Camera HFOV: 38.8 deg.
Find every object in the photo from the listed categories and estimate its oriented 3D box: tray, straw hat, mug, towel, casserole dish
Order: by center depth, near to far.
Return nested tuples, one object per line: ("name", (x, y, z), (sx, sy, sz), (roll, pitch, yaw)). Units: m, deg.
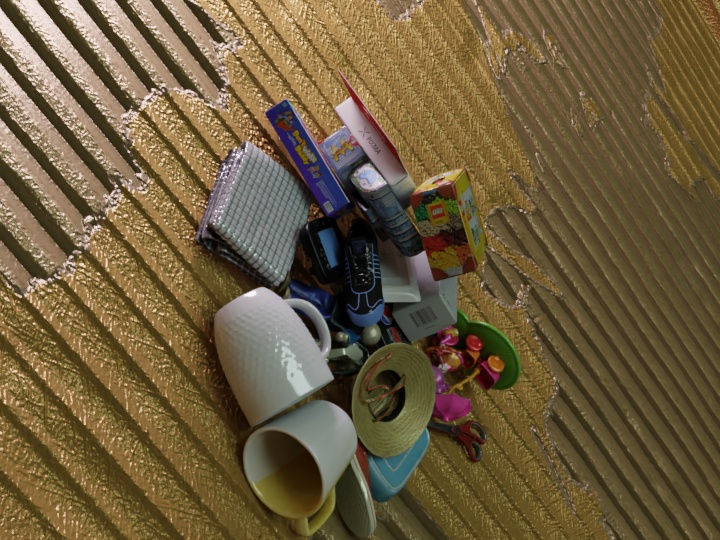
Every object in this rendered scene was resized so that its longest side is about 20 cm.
("mug", (-0.126, 0.116, 1.575), (0.199, 0.147, 0.177), (-24, 82, -41))
("mug", (-0.086, 0.290, 1.581), (0.148, 0.188, 0.153), (34, 33, 14))
("towel", (-0.171, -0.086, 1.661), (0.165, 0.085, 0.202), (39, 49, -30))
("straw hat", (0.031, 0.205, 1.712), (0.199, 0.084, 0.205), (-10, 105, -42))
("casserole dish", (0.058, 0.305, 1.763), (0.122, 0.039, 0.200), (56, 44, -13))
("tray", (0.043, -0.021, 1.798), (0.105, 0.022, 0.202), (1, 43, -9))

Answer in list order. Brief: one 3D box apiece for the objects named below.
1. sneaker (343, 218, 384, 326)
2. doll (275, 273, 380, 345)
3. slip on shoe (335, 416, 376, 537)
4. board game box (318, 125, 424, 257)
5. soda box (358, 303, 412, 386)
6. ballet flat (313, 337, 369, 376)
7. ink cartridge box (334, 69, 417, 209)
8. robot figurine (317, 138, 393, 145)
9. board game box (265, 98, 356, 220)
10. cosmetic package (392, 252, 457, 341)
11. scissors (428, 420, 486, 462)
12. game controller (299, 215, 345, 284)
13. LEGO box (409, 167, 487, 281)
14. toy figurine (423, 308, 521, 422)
("sneaker", (0.000, 0.000, 1.701), (0.202, 0.069, 0.079), (-94, 171, -46))
("doll", (-0.048, 0.068, 1.710), (0.198, 0.049, 0.137), (28, 32, -21))
("slip on shoe", (-0.009, 0.331, 1.665), (0.061, 0.074, 0.203), (-2, 71, -48))
("board game box", (0.014, -0.135, 1.730), (0.201, 0.061, 0.200), (54, 2, -33))
("soda box", (0.039, 0.120, 1.799), (0.070, 0.063, 0.203), (-27, 94, -48))
("ballet flat", (-0.061, 0.139, 1.689), (0.198, 0.072, 0.073), (5, 70, -43))
("ink cartridge box", (0.019, -0.219, 1.734), (0.201, 0.043, 0.174), (57, 2, 28))
("robot figurine", (0.005, -0.197, 1.893), (0.198, 0.058, 0.147), (-12, 84, -46))
("board game box", (-0.083, -0.185, 1.739), (0.202, 0.044, 0.134), (59, 4, 2))
("cosmetic package", (0.118, 0.026, 1.839), (0.074, 0.100, 0.201), (56, 24, -27))
("scissors", (0.176, 0.290, 1.882), (0.199, 0.014, 0.074), (39, 54, -39))
("game controller", (-0.055, -0.037, 1.723), (0.200, 0.041, 0.106), (-34, 112, -76))
("LEGO box", (0.154, -0.083, 1.745), (0.200, 0.076, 0.151), (-45, 119, -72))
("toy figurine", (0.167, 0.186, 1.863), (0.200, 0.151, 0.184), (45, 51, 8))
